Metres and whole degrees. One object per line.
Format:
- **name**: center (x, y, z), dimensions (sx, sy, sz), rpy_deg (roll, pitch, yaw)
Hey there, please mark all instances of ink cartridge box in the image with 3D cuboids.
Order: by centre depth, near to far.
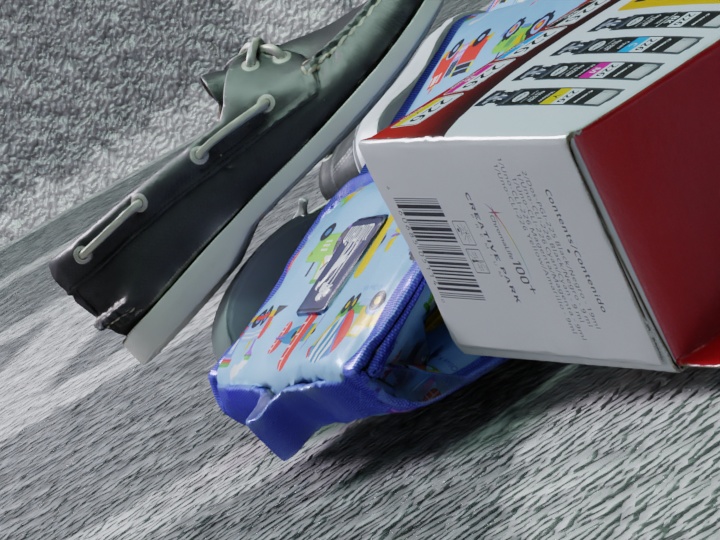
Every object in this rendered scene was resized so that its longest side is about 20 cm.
- **ink cartridge box**: center (0.131, -0.054, 0.906), dimensions (0.200, 0.084, 0.175), rpy_deg (-34, 16, -23)

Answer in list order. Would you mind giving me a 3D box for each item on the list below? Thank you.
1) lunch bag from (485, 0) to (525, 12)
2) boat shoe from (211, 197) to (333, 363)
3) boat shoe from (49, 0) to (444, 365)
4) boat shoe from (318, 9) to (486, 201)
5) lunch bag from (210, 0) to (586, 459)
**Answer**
- **lunch bag**: center (0.060, -0.059, 1.370), dimensions (0.200, 0.094, 0.151), rpy_deg (-44, 10, -6)
- **boat shoe**: center (-0.002, -0.002, 1.203), dimensions (0.068, 0.074, 0.199), rpy_deg (-34, 9, 48)
- **boat shoe**: center (-0.042, -0.055, 1.151), dimensions (0.200, 0.060, 0.074), rpy_deg (-49, 1, 3)
- **boat shoe**: center (0.036, -0.095, 1.704), dimensions (0.056, 0.069, 0.200), rpy_deg (-25, 11, 36)
- **lunch bag**: center (0.034, -0.004, 1.047), dimensions (0.200, 0.094, 0.150), rpy_deg (-46, 15, -19)
